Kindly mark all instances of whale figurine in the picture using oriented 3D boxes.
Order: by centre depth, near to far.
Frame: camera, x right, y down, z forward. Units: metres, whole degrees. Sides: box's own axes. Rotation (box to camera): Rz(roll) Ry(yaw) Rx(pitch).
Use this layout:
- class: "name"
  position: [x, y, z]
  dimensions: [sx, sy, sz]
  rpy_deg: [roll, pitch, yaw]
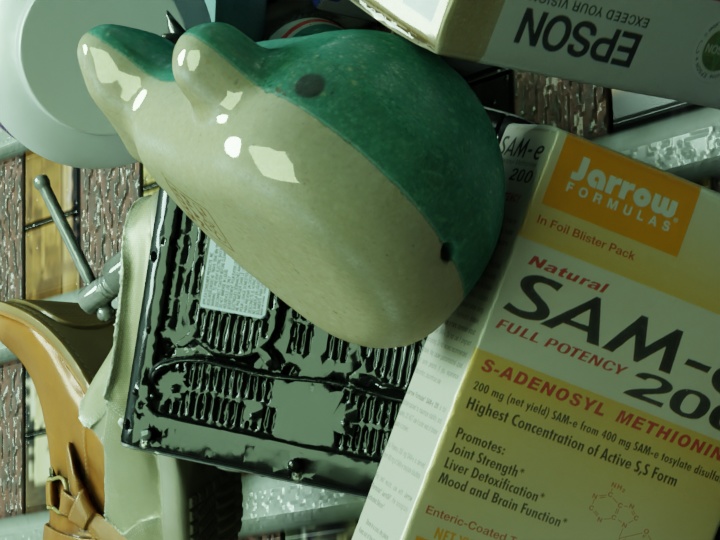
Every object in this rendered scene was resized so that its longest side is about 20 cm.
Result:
- class: "whale figurine"
  position: [-0.025, -0.054, 1.047]
  dimensions: [0.200, 0.159, 0.104]
  rpy_deg: [30, 71, 41]

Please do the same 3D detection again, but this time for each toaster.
- class: "toaster"
  position: [0.000, 0.000, 1.163]
  dimensions: [0.180, 0.119, 0.201]
  rpy_deg: [9, 93, 17]

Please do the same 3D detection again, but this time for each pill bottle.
- class: "pill bottle"
  position: [-0.131, -0.107, 1.257]
  dimensions: [0.200, 0.112, 0.113]
  rpy_deg: [-154, 74, -78]

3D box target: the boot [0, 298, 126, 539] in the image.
- class: "boot"
  position: [-0.157, 0.101, 1.442]
  dimensions: [0.200, 0.073, 0.156]
  rpy_deg: [23, 106, 53]

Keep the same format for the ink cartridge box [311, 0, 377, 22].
- class: "ink cartridge box"
  position: [0.023, -0.231, 1.291]
  dimensions: [0.200, 0.044, 0.094]
  rpy_deg: [-58, 43, 28]

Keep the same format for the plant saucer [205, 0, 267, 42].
- class: "plant saucer"
  position: [-0.082, -0.155, 1.375]
  dimensions: [0.200, 0.036, 0.201]
  rpy_deg: [179, 90, -73]

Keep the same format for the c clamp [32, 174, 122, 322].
- class: "c clamp"
  position: [-0.064, -0.009, 1.281]
  dimensions: [0.200, 0.027, 0.171]
  rpy_deg: [-29, 83, 33]

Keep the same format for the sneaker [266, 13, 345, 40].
- class: "sneaker"
  position: [-0.030, -0.024, 1.302]
  dimensions: [0.093, 0.070, 0.201]
  rpy_deg: [29, 104, 55]

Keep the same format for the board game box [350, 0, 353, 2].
- class: "board game box"
  position: [-0.004, -0.168, 1.155]
  dimensions: [0.151, 0.200, 0.047]
  rpy_deg: [29, 109, 22]

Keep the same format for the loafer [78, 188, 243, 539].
- class: "loafer"
  position: [-0.100, 0.053, 1.263]
  dimensions: [0.068, 0.076, 0.201]
  rpy_deg: [7, 108, 24]

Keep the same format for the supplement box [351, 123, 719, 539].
- class: "supplement box"
  position: [0.089, 0.055, 1.059]
  dimensions: [0.074, 0.126, 0.201]
  rpy_deg: [-160, 90, -77]

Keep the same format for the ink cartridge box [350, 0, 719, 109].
- class: "ink cartridge box"
  position: [0.113, -0.157, 1.043]
  dimensions: [0.075, 0.199, 0.165]
  rpy_deg: [39, 115, 46]

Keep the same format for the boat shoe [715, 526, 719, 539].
- class: "boat shoe"
  position: [0.187, 0.165, 1.000]
  dimensions: [0.200, 0.071, 0.091]
  rpy_deg: [41, 120, 48]
